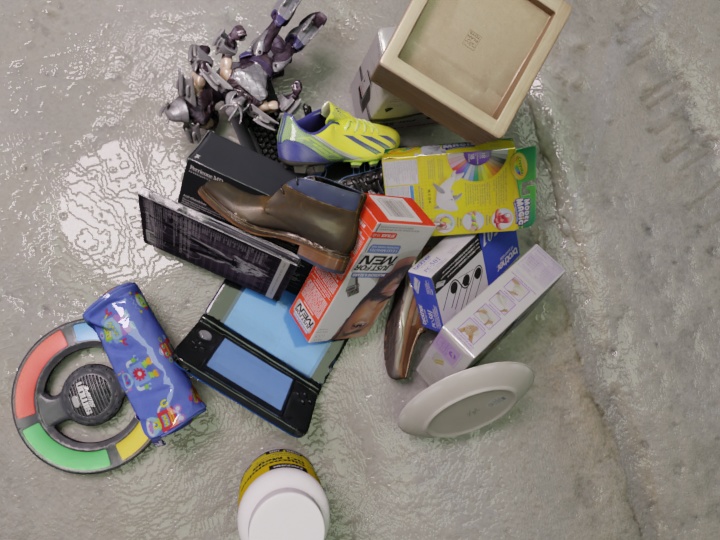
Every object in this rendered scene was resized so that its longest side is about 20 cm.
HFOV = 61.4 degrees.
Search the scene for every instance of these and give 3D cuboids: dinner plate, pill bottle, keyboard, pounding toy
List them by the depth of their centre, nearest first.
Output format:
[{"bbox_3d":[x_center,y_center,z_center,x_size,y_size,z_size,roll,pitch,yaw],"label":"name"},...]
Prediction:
[{"bbox_3d":[0.138,-0.267,0.700,0.182,0.142,0.202,29,94,-8],"label":"pounding toy"},{"bbox_3d":[-0.097,0.295,0.754,0.110,0.200,0.115,1,84,-11],"label":"pill bottle"},{"bbox_3d":[0.147,0.185,0.821,0.197,0.202,0.025,-13,54,-12],"label":"dinner plate"},{"bbox_3d":[-0.099,-0.169,0.846,0.126,0.020,0.202,-34,120,-24],"label":"keyboard"}]

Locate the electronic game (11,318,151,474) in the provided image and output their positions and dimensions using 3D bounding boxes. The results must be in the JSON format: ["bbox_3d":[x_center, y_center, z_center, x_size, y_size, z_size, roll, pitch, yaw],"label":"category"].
[{"bbox_3d":[-0.353,0.164,0.800,0.196,0.042,0.204,1,85,-11],"label":"electronic game"}]

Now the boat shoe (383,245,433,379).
[{"bbox_3d":[0.082,0.060,0.877,0.071,0.076,0.204,13,84,-11],"label":"boat shoe"}]

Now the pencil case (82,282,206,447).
[{"bbox_3d":[-0.276,0.118,0.770,0.086,0.078,0.202,-29,90,8],"label":"pencil case"}]

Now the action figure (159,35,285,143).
[{"bbox_3d":[-0.189,-0.252,0.825,0.199,0.130,0.069,-39,80,-27],"label":"action figure"}]

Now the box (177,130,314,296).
[{"bbox_3d":[-0.138,-0.072,0.808,0.197,0.142,0.080,24,42,-8],"label":"box"}]

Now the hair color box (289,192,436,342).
[{"bbox_3d":[0.000,0.000,0.794,0.110,0.201,0.064,-2,44,-43],"label":"hair color box"}]

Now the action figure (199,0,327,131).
[{"bbox_3d":[-0.118,-0.267,0.764,0.130,0.069,0.202,41,67,-33],"label":"action figure"}]

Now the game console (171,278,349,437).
[{"bbox_3d":[-0.121,0.094,0.816,0.198,0.171,0.119,32,106,-6],"label":"game console"}]

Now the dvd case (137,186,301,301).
[{"bbox_3d":[-0.179,-0.027,0.761,0.197,0.149,0.016,25,65,-8],"label":"dvd case"}]

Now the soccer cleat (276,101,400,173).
[{"bbox_3d":[-0.021,-0.181,0.803,0.198,0.064,0.085,-16,118,-36],"label":"soccer cleat"}]

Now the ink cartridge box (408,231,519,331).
[{"bbox_3d":[0.151,-0.011,0.858,0.199,0.044,0.095,-40,127,-32],"label":"ink cartridge box"}]

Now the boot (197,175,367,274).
[{"bbox_3d":[-0.088,-0.083,0.713,0.198,0.075,0.098,26,104,0],"label":"boot"}]

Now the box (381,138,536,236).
[{"bbox_3d":[0.132,-0.109,0.807,0.196,0.049,0.119,-2,119,11],"label":"box"}]

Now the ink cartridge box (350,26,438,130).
[{"bbox_3d":[0.076,-0.261,0.843,0.144,0.200,0.084,-10,89,-11],"label":"ink cartridge box"}]

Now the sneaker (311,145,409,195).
[{"bbox_3d":[0.014,-0.129,0.865,0.198,0.078,0.071,-24,116,-17],"label":"sneaker"}]

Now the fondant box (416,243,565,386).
[{"bbox_3d":[0.176,0.070,0.829,0.199,0.145,0.058,-38,72,-27],"label":"fondant box"}]
